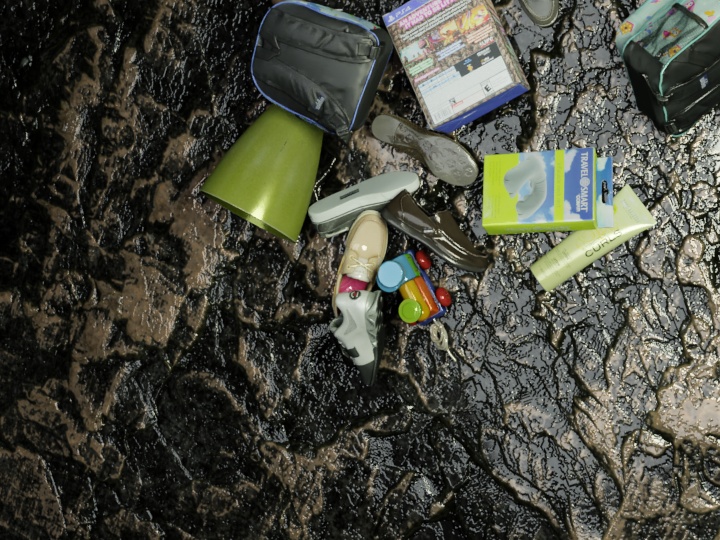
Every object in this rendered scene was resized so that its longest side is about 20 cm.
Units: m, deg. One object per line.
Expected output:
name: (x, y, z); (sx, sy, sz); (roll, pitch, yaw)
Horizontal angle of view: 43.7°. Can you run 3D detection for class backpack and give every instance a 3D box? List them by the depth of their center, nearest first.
backpack: (0.472, -0.318, 1.275); (0.199, 0.176, 0.154); (-36, 51, 8)
backpack: (-0.064, -0.330, 1.439); (0.198, 0.147, 0.185); (24, 110, 8)

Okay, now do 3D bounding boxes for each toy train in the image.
toy train: (0.099, 0.066, 1.474); (0.084, 0.115, 0.202); (-30, 83, 20)

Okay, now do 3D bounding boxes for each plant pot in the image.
plant pot: (-0.146, -0.179, 1.529); (0.185, 0.187, 0.202); (27, 86, 17)

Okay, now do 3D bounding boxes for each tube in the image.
tube: (0.357, -0.045, 1.406); (0.199, 0.052, 0.058); (-37, 110, 15)

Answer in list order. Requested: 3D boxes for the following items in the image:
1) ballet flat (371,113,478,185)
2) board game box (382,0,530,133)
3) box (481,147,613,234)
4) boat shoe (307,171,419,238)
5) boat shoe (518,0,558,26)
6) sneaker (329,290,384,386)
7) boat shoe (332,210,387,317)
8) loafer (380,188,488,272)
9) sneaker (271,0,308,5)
ballet flat: (0.109, -0.203, 1.494); (0.198, 0.046, 0.068); (28, 106, 12)
board game box: (0.154, -0.346, 1.433); (0.158, 0.097, 0.202); (-25, 85, 20)
box: (0.292, -0.124, 1.408); (0.197, 0.048, 0.124); (-2, 75, 22)
boat shoe: (0.011, -0.110, 1.527); (0.197, 0.071, 0.064); (-18, 120, 13)
boat shoe: (0.262, -0.484, 1.403); (0.066, 0.057, 0.203); (-13, 89, 21)
sneaker: (-0.006, 0.109, 1.505); (0.087, 0.075, 0.202); (6, 128, 11)
boat shoe: (0.000, 0.000, 1.509); (0.073, 0.069, 0.202); (13, 115, -5)
loafer: (0.129, -0.065, 1.459); (0.198, 0.073, 0.072); (31, 100, -3)
sneaker: (-0.079, -0.409, 1.531); (0.198, 0.070, 0.076); (30, 105, 17)
